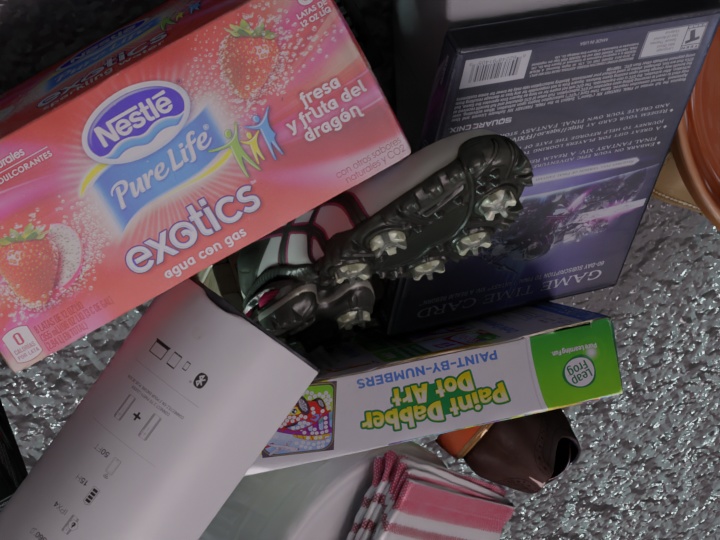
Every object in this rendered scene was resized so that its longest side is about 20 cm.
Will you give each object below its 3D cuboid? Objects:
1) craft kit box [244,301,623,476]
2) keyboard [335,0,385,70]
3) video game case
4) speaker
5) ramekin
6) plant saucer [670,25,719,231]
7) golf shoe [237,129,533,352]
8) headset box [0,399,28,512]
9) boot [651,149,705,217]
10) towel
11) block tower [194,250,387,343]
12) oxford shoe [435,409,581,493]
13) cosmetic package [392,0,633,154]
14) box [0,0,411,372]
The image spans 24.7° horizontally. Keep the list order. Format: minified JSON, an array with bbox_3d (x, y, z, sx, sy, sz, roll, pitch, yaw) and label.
[{"bbox_3d":[0.018,0.057,0.885,0.197,0.049,0.200,-9,-177,-6],"label":"craft kit box"},{"bbox_3d":[-0.078,-0.063,0.824,0.200,0.021,0.127,-29,143,2],"label":"keyboard"},{"bbox_3d":[0.091,-0.049,0.830,0.143,0.019,0.200,-12,142,-21],"label":"video game case"},{"bbox_3d":[-0.108,0.102,0.732,0.200,0.081,0.081,-55,141,-4],"label":"speaker"},{"bbox_3d":[-0.037,0.179,0.972,0.202,0.094,0.203,-29,131,-40],"label":"ramekin"},{"bbox_3d":[0.258,-0.098,0.901,0.200,0.032,0.201,-2,97,-15],"label":"plant saucer"},{"bbox_3d":[-0.002,-0.029,0.774,0.077,0.088,0.200,1,157,-38],"label":"golf shoe"},{"bbox_3d":[-0.217,0.062,0.775,0.075,0.149,0.200,-23,143,-9],"label":"headset box"},{"bbox_3d":[0.260,-0.024,0.970,0.200,0.155,0.072,5,132,-36],"label":"boot"},{"bbox_3d":[0.012,0.205,0.949,0.146,0.030,0.200,27,90,-57],"label":"towel"},{"bbox_3d":[0.000,0.000,0.907,0.200,0.054,0.058,-11,161,-21],"label":"block tower"},{"bbox_3d":[0.100,0.104,1.034,0.071,0.073,0.200,-50,171,12],"label":"oxford shoe"},{"bbox_3d":[0.074,-0.116,0.816,0.101,0.071,0.200,-19,142,-11],"label":"cosmetic package"},{"bbox_3d":[-0.091,-0.056,0.734,0.200,0.103,0.095,-29,110,2],"label":"box"}]
